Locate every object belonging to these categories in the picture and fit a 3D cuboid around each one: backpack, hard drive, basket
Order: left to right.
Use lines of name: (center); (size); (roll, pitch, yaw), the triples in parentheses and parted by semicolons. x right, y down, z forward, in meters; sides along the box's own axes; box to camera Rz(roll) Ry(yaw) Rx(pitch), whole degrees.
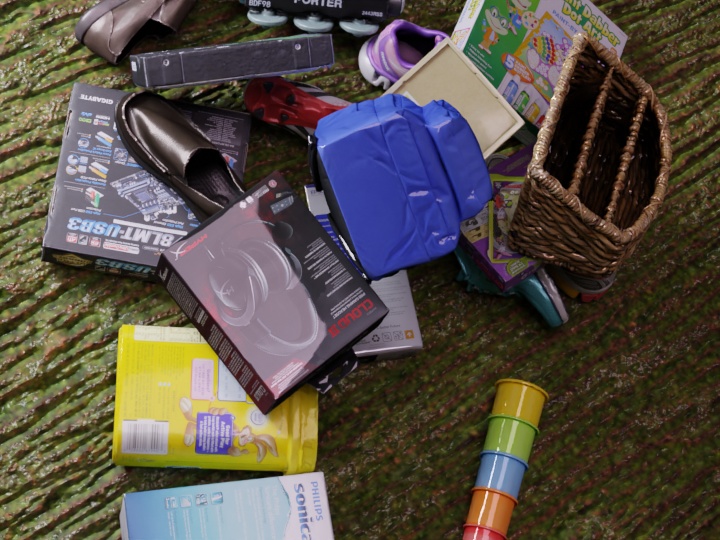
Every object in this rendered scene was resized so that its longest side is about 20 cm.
hard drive: (-0.138, -0.221, 1.643); (0.199, 0.140, 0.038); (-10, 101, -14)
backpack: (0.038, -0.090, 1.545); (0.167, 0.200, 0.164); (-17, 102, -2)
basket: (0.249, -0.113, 1.590); (0.142, 0.149, 0.201); (19, 57, 7)

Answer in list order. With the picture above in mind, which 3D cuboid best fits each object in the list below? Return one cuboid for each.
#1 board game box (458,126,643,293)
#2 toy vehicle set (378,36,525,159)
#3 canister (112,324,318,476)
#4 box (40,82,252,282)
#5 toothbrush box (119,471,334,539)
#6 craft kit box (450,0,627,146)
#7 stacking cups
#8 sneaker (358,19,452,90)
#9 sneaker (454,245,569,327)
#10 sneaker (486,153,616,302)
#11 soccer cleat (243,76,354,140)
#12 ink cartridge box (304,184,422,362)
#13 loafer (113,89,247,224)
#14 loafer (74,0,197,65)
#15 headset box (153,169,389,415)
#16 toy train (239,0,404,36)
board game box: (0.190, -0.071, 1.661); (0.199, 0.032, 0.120); (-31, 62, -22)
toy vehicle set: (0.060, -0.136, 1.656); (0.200, 0.027, 0.124); (-41, 89, 2)
canister: (-0.146, 0.128, 1.561); (0.198, 0.087, 0.150); (3, 68, -9)
box: (-0.225, -0.089, 1.654); (0.198, 0.050, 0.200); (9, 67, -9)
toothbrush box: (-0.125, 0.284, 1.499); (0.198, 0.085, 0.147); (-6, 68, -13)
craft kit box: (0.199, -0.247, 1.766); (0.200, 0.048, 0.198); (36, 57, -24)
stacking cups: (0.140, 0.212, 1.600); (0.060, 0.061, 0.201); (21, 66, -3)
sneaker: (0.098, -0.223, 1.756); (0.199, 0.089, 0.081); (24, 62, -4)
sneaker: (0.145, -0.004, 1.696); (0.200, 0.078, 0.080); (42, 85, 12)
sneaker: (0.210, -0.059, 1.715); (0.200, 0.082, 0.078); (43, 66, 8)
soccer cleat: (-0.036, -0.166, 1.714); (0.199, 0.085, 0.069); (22, 107, -11)
ink cartridge box: (0.000, 0.000, 1.672); (0.094, 0.037, 0.201); (-6, 71, -15)
loafer: (-0.175, -0.119, 1.613); (0.200, 0.071, 0.073); (45, 65, 7)
loafer: (-0.220, -0.291, 1.733); (0.199, 0.073, 0.071); (-35, 83, -13)
headset box: (-0.081, 0.029, 1.516); (0.149, 0.077, 0.200); (-36, 83, -21)
toy train: (-0.049, -0.322, 1.763); (0.198, 0.086, 0.114); (5, 31, -5)
